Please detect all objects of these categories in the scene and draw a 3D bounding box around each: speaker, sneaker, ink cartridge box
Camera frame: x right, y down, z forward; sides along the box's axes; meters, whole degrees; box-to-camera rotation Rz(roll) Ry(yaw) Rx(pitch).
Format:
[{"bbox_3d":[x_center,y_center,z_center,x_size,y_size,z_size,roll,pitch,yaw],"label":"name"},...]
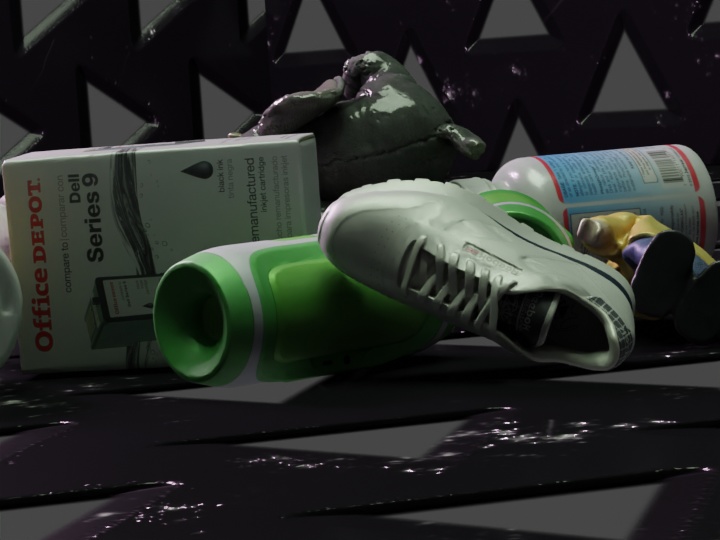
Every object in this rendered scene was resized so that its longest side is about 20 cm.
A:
[{"bbox_3d":[0.100,-0.010,1.820,0.088,0.089,0.200,-4,4,1],"label":"speaker"},{"bbox_3d":[-0.029,0.021,1.629,0.200,0.089,0.088,-8,6,-44],"label":"speaker"},{"bbox_3d":[0.069,0.005,1.561,0.199,0.077,0.081,18,22,1],"label":"sneaker"},{"bbox_3d":[-0.127,-0.010,1.734,0.199,0.147,0.084,-4,6,7],"label":"ink cartridge box"}]

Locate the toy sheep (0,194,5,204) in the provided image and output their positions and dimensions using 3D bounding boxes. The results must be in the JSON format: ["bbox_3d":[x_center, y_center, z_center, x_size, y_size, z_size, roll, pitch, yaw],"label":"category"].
[{"bbox_3d":[-0.231,-0.016,2.040,0.200,0.138,0.138,-38,17,-19],"label":"toy sheep"}]

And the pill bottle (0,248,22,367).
[{"bbox_3d":[-0.302,0.020,1.708,0.111,0.112,0.200,-6,6,-27],"label":"pill bottle"}]

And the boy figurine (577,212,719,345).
[{"bbox_3d":[0.193,0.001,1.729,0.124,0.065,0.200,30,0,-6],"label":"boy figurine"}]

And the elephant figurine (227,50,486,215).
[{"bbox_3d":[-0.039,-0.080,1.987,0.199,0.142,0.155,-13,-32,-28],"label":"elephant figurine"}]

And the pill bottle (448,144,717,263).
[{"bbox_3d":[0.166,-0.037,2.038,0.199,0.109,0.109,-5,5,-19],"label":"pill bottle"}]

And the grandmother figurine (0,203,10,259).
[{"bbox_3d":[-0.236,-0.004,1.846,0.121,0.061,0.200,-37,-21,5],"label":"grandmother figurine"}]
